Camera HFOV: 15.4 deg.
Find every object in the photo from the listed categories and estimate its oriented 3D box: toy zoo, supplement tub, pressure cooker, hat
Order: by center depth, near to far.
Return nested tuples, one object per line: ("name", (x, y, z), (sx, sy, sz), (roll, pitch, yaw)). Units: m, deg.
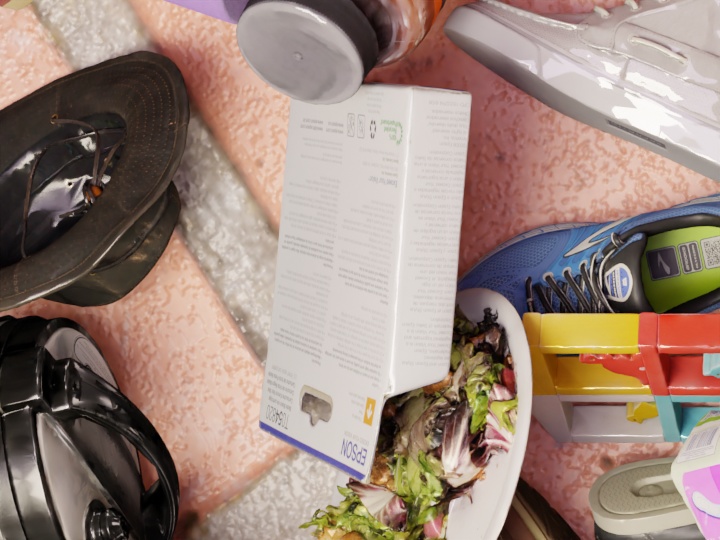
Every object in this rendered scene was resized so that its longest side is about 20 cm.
("supplement tub", (0.006, -0.180, 1.387), (0.106, 0.107, 0.201), (19, 54, 12))
("toy zoo", (0.161, 0.058, 1.401), (0.198, 0.131, 0.021), (0, 64, 13))
("pressure cooker", (-0.201, 0.119, 1.464), (0.199, 0.176, 0.180), (-14, 92, 14))
("hat", (-0.160, -0.028, 1.489), (0.200, 0.201, 0.081), (-31, 129, 13))

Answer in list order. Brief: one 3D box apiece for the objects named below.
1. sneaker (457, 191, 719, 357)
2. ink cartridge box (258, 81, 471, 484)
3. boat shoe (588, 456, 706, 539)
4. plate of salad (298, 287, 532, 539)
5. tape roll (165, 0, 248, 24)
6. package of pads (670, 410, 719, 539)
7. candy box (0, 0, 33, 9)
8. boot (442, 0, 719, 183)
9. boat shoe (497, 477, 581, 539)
("sneaker", (0.131, 0.004, 1.424), (0.199, 0.089, 0.079), (-19, 87, 13))
("ink cartridge box", (0.000, 0.000, 1.407), (0.040, 0.199, 0.202), (5, 94, -19))
("boat shoe", (0.224, 0.136, 1.426), (0.198, 0.072, 0.068), (-6, 116, 10))
("plate of salad", (0.025, 0.101, 1.384), (0.048, 0.200, 0.201), (21, 99, -23))
("tape roll", (-0.063, -0.234, 1.403), (0.065, 0.200, 0.201), (19, 96, 11))
("package of pads", (0.263, 0.150, 1.320), (0.154, 0.068, 0.201), (-19, 104, 41))
("candy box", (-0.209, -0.263, 1.511), (0.115, 0.055, 0.201), (-33, 85, 12))
("boot", (0.151, -0.123, 1.433), (0.199, 0.074, 0.096), (26, 85, 8))
("boat shoe", (0.115, 0.205, 1.445), (0.067, 0.072, 0.201), (-32, 88, 11))
